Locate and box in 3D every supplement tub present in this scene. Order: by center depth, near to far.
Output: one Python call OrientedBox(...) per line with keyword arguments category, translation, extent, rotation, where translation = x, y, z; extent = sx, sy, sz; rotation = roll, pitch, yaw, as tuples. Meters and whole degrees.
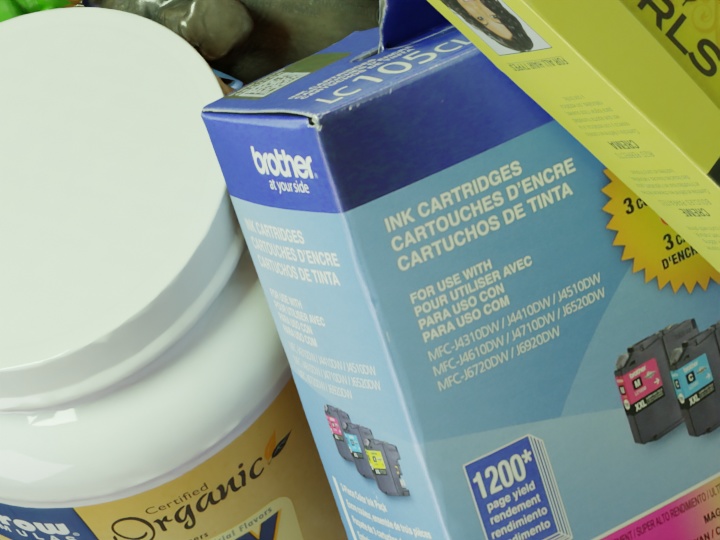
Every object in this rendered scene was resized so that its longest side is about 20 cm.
OrientedBox(category="supplement tub", translation=(-0.065, 0.028, 0.856), extent=(0.144, 0.145, 0.200), rotation=(29, 161, 32))

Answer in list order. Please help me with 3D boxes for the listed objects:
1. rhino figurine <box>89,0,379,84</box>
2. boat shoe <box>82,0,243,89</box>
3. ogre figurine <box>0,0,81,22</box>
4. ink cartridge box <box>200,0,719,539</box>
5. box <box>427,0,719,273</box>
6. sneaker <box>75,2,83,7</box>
OrientedBox(category="rhino figurine", translation=(-0.047, -0.090, 0.859), extent=(0.199, 0.060, 0.087), rotation=(14, -179, -8))
OrientedBox(category="boat shoe", translation=(-0.066, -0.098, 0.989), extent=(0.200, 0.069, 0.084), rotation=(23, 162, 49))
OrientedBox(category="ogre figurine", translation=(-0.143, -0.085, 0.945), extent=(0.120, 0.098, 0.201), rotation=(-158, 62, -69))
OrientedBox(category="ink cartridge box", translation=(0.046, -0.004, 0.762), extent=(0.076, 0.136, 0.201), rotation=(8, 120, 62))
OrientedBox(category="box", translation=(0.061, -0.080, 0.695), extent=(0.200, 0.075, 0.050), rotation=(42, 164, -18))
OrientedBox(category="sneaker", translation=(-0.135, -0.111, 1.176), extent=(0.070, 0.109, 0.200), rotation=(42, 137, -10))
